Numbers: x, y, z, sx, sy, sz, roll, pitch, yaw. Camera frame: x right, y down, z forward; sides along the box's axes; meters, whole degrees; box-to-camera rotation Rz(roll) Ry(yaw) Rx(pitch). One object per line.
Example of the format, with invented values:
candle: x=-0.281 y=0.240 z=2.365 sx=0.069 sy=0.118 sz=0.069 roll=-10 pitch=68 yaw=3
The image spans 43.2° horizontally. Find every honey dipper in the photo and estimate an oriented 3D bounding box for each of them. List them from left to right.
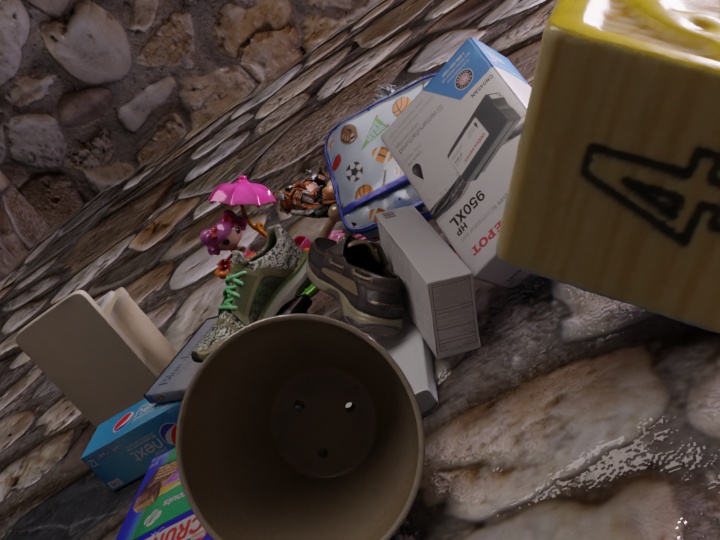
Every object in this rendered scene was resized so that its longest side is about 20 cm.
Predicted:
honey dipper: x=-0.073 y=0.000 z=1.161 sx=0.201 sy=0.038 sz=0.038 roll=-59 pitch=12 yaw=23

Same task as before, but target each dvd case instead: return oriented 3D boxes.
dvd case: x=-0.158 y=0.094 z=1.076 sx=0.198 sy=0.018 sz=0.143 roll=-15 pitch=30 yaw=43

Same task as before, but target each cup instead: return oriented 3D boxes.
cup: x=-0.041 y=0.136 z=0.771 sx=0.199 sy=0.202 sz=0.143 roll=-36 pitch=-4 yaw=5

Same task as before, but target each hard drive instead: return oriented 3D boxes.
hard drive: x=0.014 y=0.106 z=0.934 sx=0.131 sy=0.027 sz=0.201 roll=-32 pitch=21 yaw=14

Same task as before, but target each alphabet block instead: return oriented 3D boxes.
alphabet block: x=0.227 y=-0.108 z=0.679 sx=0.193 sy=0.202 sz=0.196 roll=16 pitch=43 yaw=12

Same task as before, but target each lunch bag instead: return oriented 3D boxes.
lunch bag: x=0.059 y=-0.128 z=1.065 sx=0.198 sy=0.075 sz=0.163 roll=-24 pitch=66 yaw=24

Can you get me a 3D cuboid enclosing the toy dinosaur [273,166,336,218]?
toy dinosaur: x=-0.030 y=-0.108 z=1.346 sx=0.198 sy=0.103 sz=0.136 roll=23 pitch=40 yaw=18

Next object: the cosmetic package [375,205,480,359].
cosmetic package: x=0.067 y=0.005 z=0.940 sx=0.050 sy=0.084 sz=0.200 roll=-12 pitch=25 yaw=-9

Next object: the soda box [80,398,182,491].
soda box: x=-0.248 y=0.195 z=1.126 sx=0.198 sy=0.064 sz=0.068 roll=-29 pitch=22 yaw=21

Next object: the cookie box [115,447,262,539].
cookie box: x=-0.148 y=0.240 z=0.852 sx=0.170 sy=0.076 sz=0.201 roll=-28 pitch=24 yaw=23

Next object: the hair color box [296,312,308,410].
hair color box: x=-0.103 y=0.107 z=1.075 sx=0.098 sy=0.061 sz=0.200 roll=-35 pitch=20 yaw=7

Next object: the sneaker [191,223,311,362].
sneaker: x=-0.135 y=0.022 z=1.040 sx=0.076 sy=0.089 sz=0.200 roll=-7 pitch=35 yaw=49

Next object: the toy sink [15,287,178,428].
toy sink: x=-0.373 y=0.111 z=1.313 sx=0.129 sy=0.201 sz=0.112 roll=-33 pitch=21 yaw=13

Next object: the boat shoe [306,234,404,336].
boat shoe: x=0.000 y=0.000 z=0.987 sx=0.200 sy=0.073 sz=0.074 roll=43 pitch=121 yaw=55

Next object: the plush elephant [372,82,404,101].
plush elephant: x=0.107 y=-0.169 z=1.201 sx=0.196 sy=0.158 sz=0.165 roll=2 pitch=-13 yaw=11

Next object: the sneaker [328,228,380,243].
sneaker: x=0.019 y=-0.026 z=1.147 sx=0.094 sy=0.080 sz=0.200 roll=-27 pitch=22 yaw=-3

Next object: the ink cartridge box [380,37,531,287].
ink cartridge box: x=0.132 y=-0.107 z=0.913 sx=0.145 sy=0.084 sz=0.201 roll=-45 pitch=58 yaw=24

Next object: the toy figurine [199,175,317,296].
toy figurine: x=-0.156 y=-0.034 z=1.277 sx=0.200 sy=0.185 sz=0.150 roll=-45 pitch=22 yaw=-17
